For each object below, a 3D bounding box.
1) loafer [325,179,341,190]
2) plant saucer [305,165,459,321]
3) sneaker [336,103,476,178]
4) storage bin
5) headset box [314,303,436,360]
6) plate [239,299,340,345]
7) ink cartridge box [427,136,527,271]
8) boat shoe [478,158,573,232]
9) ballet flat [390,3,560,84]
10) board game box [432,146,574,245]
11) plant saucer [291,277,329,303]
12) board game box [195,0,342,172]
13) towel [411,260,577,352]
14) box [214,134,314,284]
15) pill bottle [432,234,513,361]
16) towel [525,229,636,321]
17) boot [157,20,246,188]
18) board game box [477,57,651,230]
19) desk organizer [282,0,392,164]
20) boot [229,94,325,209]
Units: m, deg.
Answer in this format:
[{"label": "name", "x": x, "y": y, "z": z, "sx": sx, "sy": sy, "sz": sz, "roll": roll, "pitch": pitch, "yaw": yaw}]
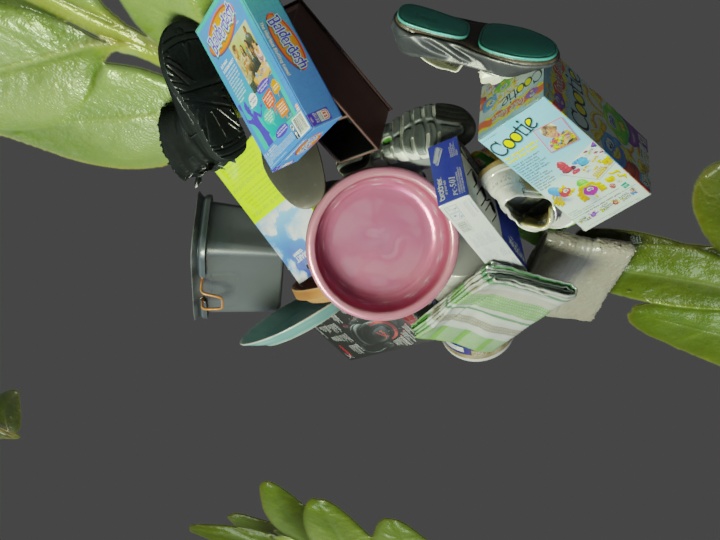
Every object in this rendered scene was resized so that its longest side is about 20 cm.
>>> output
[{"label": "loafer", "x": 0.011, "y": -0.079, "z": 1.580, "sx": 0.199, "sy": 0.073, "sz": 0.072, "roll": 7, "pitch": 148, "yaw": 12}, {"label": "plant saucer", "x": 0.026, "y": -0.037, "z": 1.457, "sx": 0.200, "sy": 0.201, "sz": 0.051, "roll": 24, "pitch": -174, "yaw": -13}, {"label": "sneaker", "x": 0.077, "y": -0.151, "z": 1.476, "sx": 0.199, "sy": 0.075, "sz": 0.115, "roll": -12, "pitch": 151, "yaw": 29}, {"label": "storage bin", "x": -0.182, "y": -0.009, "z": 1.690, "sx": 0.134, "sy": 0.146, "sz": 0.200, "roll": 4, "pitch": 144, "yaw": -3}, {"label": "headset box", "x": 0.025, "y": 0.055, "z": 1.744, "sx": 0.200, "sy": 0.075, "sz": 0.149, "roll": -17, "pitch": 134, "yaw": 36}, {"label": "plate", "x": -0.084, "y": 0.066, "z": 1.639, "sx": 0.200, "sy": 0.200, "sz": 0.026, "roll": -22, "pitch": 101, "yaw": 39}, {"label": "ink cartridge box", "x": 0.150, "y": -0.076, "z": 1.428, "sx": 0.044, "sy": 0.094, "sz": 0.200, "roll": -21, "pitch": 144, "yaw": 19}, {"label": "boat shoe", "x": 0.221, "y": -0.078, "z": 1.422, "sx": 0.071, "sy": 0.069, "sz": 0.200, "roll": -37, "pitch": 147, "yaw": 28}, {"label": "ballet flat", "x": 0.131, "y": -0.257, "z": 1.308, "sx": 0.199, "sy": 0.073, "sz": 0.073, "roll": 16, "pitch": 144, "yaw": 8}, {"label": "board game box", "x": 0.199, "y": -0.102, "z": 1.507, "sx": 0.200, "sy": 0.030, "sz": 0.095, "roll": 26, "pitch": 142, "yaw": -30}, {"label": "plant saucer", "x": 0.000, "y": 0.000, "z": 1.589, "sx": 0.200, "sy": 0.200, "sz": 0.032, "roll": -16, "pitch": 102, "yaw": 34}, {"label": "board game box", "x": -0.111, "y": -0.233, "z": 1.316, "sx": 0.200, "sy": 0.045, "sz": 0.152, "roll": 61, "pitch": 153, "yaw": 1}, {"label": "towel", "x": 0.180, "y": 0.059, "z": 1.531, "sx": 0.149, "sy": 0.031, "sz": 0.200, "roll": 15, "pitch": 145, "yaw": -25}, {"label": "box", "x": -0.103, "y": -0.091, "z": 1.545, "sx": 0.200, "sy": 0.048, "sz": 0.122, "roll": 53, "pitch": 139, "yaw": -3}, {"label": "pill bottle", "x": 0.161, "y": 0.034, "z": 1.638, "sx": 0.115, "sy": 0.116, "sz": 0.200, "roll": 2, "pitch": 142, "yaw": 16}, {"label": "towel", "x": 0.301, "y": 0.008, "z": 1.612, "sx": 0.132, "sy": 0.035, "sz": 0.200, "roll": 7, "pitch": 147, "yaw": -6}, {"label": "boot", "x": -0.225, "y": -0.212, "z": 1.467, "sx": 0.162, "sy": 0.073, "sz": 0.199, "roll": -8, "pitch": 108, "yaw": 63}, {"label": "board game box", "x": 0.248, "y": -0.159, "z": 1.361, "sx": 0.200, "sy": 0.103, "sz": 0.105, "roll": 36, "pitch": 132, "yaw": -27}, {"label": "desk organizer", "x": -0.050, "y": -0.230, "z": 1.394, "sx": 0.072, "sy": 0.077, "sz": 0.200, "roll": -16, "pitch": 134, "yaw": 34}, {"label": "boot", "x": -0.096, "y": -0.159, "z": 1.434, "sx": 0.073, "sy": 0.200, "sz": 0.075, "roll": -30, "pitch": 161, "yaw": 0}]
